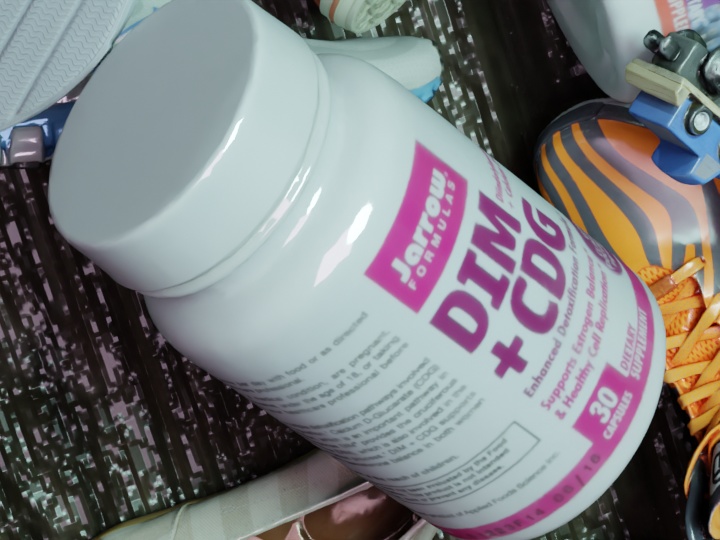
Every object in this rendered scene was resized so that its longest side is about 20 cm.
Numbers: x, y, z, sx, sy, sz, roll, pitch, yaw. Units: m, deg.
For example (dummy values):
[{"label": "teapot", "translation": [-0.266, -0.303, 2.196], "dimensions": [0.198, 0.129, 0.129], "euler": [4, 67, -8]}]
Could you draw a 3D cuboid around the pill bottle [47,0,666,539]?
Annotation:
[{"label": "pill bottle", "translation": [0.000, 0.000, 0.965], "dimensions": [0.200, 0.113, 0.114], "euler": [36, 92, -35]}]

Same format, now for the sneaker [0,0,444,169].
[{"label": "sneaker", "translation": [-0.069, -0.082, 1.027], "dimensions": [0.199, 0.075, 0.087], "euler": [-4, 94, -9]}]

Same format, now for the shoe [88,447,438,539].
[{"label": "shoe", "translation": [-0.055, 0.118, 1.067], "dimensions": [0.199, 0.053, 0.070], "euler": [-30, 103, -4]}]

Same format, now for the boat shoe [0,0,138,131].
[{"label": "boat shoe", "translation": [-0.086, -0.125, 0.957], "dimensions": [0.072, 0.071, 0.200], "euler": [37, 118, -7]}]

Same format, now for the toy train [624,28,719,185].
[{"label": "toy train", "translation": [0.155, -0.020, 1.021], "dimensions": [0.200, 0.034, 0.046], "euler": [39, 86, -36]}]

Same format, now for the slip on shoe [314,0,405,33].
[{"label": "slip on shoe", "translation": [0.024, -0.171, 0.974], "dimensions": [0.061, 0.074, 0.200], "euler": [41, 125, 14]}]

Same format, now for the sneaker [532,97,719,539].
[{"label": "sneaker", "translation": [0.131, 0.032, 1.047], "dimensions": [0.200, 0.112, 0.077], "euler": [44, 126, -12]}]

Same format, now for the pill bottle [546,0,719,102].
[{"label": "pill bottle", "translation": [0.158, -0.148, 1.031], "dimensions": [0.199, 0.111, 0.112], "euler": [-25, 102, -5]}]
